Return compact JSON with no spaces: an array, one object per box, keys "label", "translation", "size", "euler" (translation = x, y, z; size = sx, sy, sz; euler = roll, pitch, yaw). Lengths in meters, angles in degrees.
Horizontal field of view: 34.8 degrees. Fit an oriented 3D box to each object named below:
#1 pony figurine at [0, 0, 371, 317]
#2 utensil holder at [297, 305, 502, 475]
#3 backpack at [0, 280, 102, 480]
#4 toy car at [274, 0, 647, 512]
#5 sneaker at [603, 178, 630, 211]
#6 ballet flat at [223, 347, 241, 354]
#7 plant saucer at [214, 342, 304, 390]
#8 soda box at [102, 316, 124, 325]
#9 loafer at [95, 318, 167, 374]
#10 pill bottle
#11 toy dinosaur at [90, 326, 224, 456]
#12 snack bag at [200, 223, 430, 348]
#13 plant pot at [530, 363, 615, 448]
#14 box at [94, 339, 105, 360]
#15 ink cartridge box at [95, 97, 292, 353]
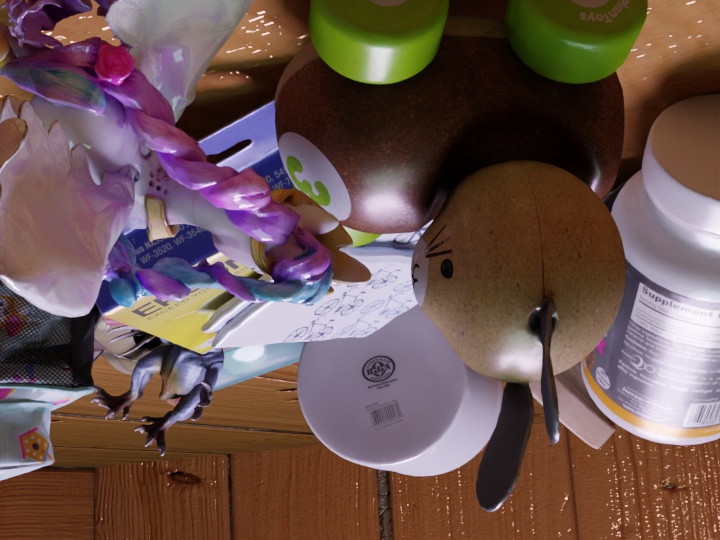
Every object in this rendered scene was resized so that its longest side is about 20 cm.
[{"label":"pony figurine","translation":[-0.101,-0.056,0.435],"size":[0.199,0.167,0.193],"euler":[18,161,21]},{"label":"utensil holder","translation":[0.041,0.110,1.108],"size":[0.169,0.171,0.200],"euler":[-6,167,13]},{"label":"backpack","translation":[-0.273,0.054,0.662],"size":[0.200,0.154,0.176],"euler":[16,160,-36]},{"label":"toy car","translation":[0.046,-0.008,0.483],"size":[0.157,0.201,0.164],"euler":[-2,153,-8]},{"label":"sneaker","translation":[0.180,-0.036,0.817],"size":[0.200,0.076,0.115],"euler":[-18,-167,7]},{"label":"ballet flat","translation":[-0.098,0.024,1.004],"size":[0.072,0.072,0.200],"euler":[7,164,-37]},{"label":"plant saucer","translation":[-0.101,0.087,1.180],"size":[0.199,0.036,0.200],"euler":[-20,176,-1]},{"label":"soda box","translation":[-0.156,-0.009,0.815],"size":[0.070,0.064,0.200],"euler":[-1,167,-8]},{"label":"loafer","translation":[-0.202,0.053,1.048],"size":[0.067,0.076,0.200],"euler":[0,169,17]},{"label":"pill bottle","translation":[0.201,0.003,0.683],"size":[0.116,0.117,0.200],"euler":[-3,135,-3]},{"label":"toy dinosaur","translation":[-0.154,0.065,0.993],"size":[0.182,0.105,0.200],"euler":[-48,-178,15]},{"label":"snack bag","translation":[0.025,-0.010,0.717],"size":[0.200,0.021,0.188],"euler":[-36,161,24]},{"label":"plant pot","translation":[0.167,0.055,1.014],"size":[0.093,0.201,0.201],"euler":[-46,159,4]},{"label":"box","translation":[-0.300,0.066,0.987],"size":[0.117,0.060,0.200],"euler":[44,153,-8]},{"label":"ink cartridge box","translation":[-0.053,-0.026,0.661],"size":[0.197,0.047,0.200],"euler":[-28,165,8]}]
